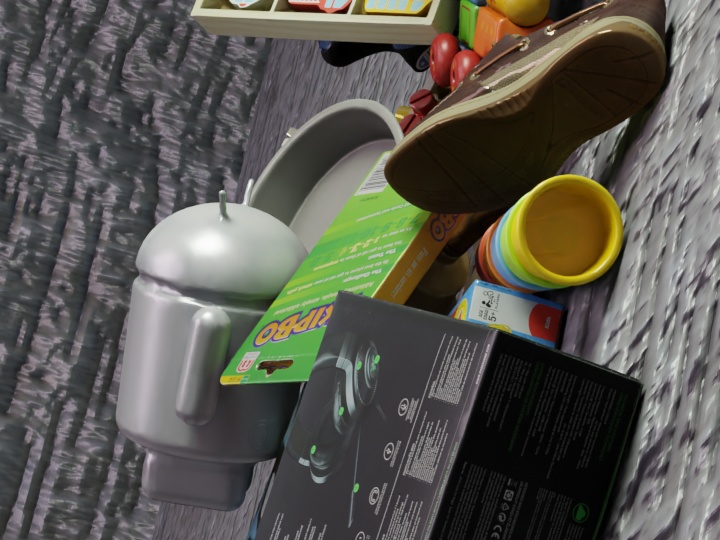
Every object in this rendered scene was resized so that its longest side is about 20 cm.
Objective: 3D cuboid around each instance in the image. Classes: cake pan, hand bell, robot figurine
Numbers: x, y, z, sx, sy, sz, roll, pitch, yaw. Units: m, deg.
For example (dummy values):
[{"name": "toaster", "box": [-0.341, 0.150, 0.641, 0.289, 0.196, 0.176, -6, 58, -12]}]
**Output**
[{"name": "cake pan", "box": [-0.022, -0.014, 1.731, 0.200, 0.037, 0.201, -35, 43, 39]}, {"name": "hand bell", "box": [0.063, -0.024, 1.706, 0.200, 0.104, 0.105, -42, 30, 53]}, {"name": "robot figurine", "box": [-0.090, 0.045, 1.639, 0.170, 0.112, 0.201, -90, 8, -80]}]

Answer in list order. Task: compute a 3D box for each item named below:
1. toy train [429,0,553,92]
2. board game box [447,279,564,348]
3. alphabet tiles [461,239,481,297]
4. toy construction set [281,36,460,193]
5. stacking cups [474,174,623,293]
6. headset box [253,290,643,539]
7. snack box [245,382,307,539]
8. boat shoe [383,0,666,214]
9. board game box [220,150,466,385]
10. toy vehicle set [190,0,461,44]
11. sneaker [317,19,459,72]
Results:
[{"name": "toy train", "box": [0.099, -0.157, 1.600, 0.200, 0.084, 0.117, -124, 34, -74]}, {"name": "board game box", "box": [0.050, 0.134, 1.553, 0.200, 0.056, 0.197, 123, 161, -64]}, {"name": "alphabet tiles", "box": [0.097, -0.034, 1.740, 0.167, 0.008, 0.201, 133, 153, -74]}, {"name": "toy construction set", "box": [0.037, -0.115, 1.853, 0.200, 0.092, 0.131, -50, -38, -16]}, {"name": "stacking cups", "box": [0.101, -0.018, 1.509, 0.200, 0.060, 0.061, 164, 122, -83]}, {"name": "headset box", "box": [0.033, 0.113, 1.354, 0.200, 0.092, 0.175, 11, 81, 63]}, {"name": "snack box", "box": [-0.036, 0.146, 1.574, 0.116, 0.037, 0.201, -92, 20, -62]}, {"name": "boat shoe", "box": [0.096, -0.099, 1.496, 0.200, 0.072, 0.072, -34, 26, 38]}, {"name": "board game box", "box": [0.000, 0.000, 1.568, 0.095, 0.030, 0.200, -6, 38, 50]}, {"name": "toy vehicle set", "box": [-0.009, -0.214, 1.764, 0.027, 0.199, 0.125, 44, -120, -49]}, {"name": "sneaker", "box": [0.059, -0.176, 1.769, 0.079, 0.199, 0.090, 37, -132, -52]}]
